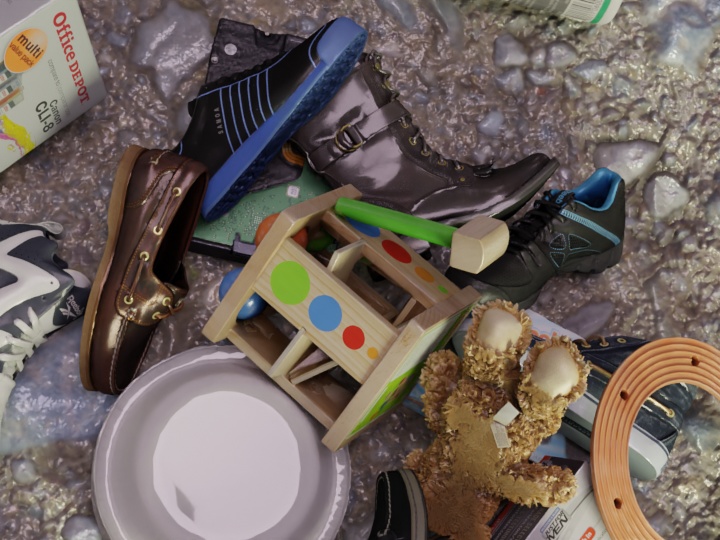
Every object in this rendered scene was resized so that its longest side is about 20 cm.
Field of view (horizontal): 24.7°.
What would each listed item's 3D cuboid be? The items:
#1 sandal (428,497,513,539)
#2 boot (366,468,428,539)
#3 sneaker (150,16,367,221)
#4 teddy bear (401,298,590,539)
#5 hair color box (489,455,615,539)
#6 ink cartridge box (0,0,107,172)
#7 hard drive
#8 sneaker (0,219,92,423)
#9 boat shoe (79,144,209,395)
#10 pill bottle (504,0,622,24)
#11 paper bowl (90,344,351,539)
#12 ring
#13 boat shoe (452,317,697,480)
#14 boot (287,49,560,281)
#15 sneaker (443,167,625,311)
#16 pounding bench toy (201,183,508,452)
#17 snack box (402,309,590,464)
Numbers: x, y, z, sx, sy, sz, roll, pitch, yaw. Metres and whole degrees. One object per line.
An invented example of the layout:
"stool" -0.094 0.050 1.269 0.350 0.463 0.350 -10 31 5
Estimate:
"sandal" 0.103 0.223 1.307 0.199 0.055 0.082 -23 98 -18
"boot" -0.030 0.224 1.185 0.153 0.074 0.204 6 49 -4
"sneaker" -0.083 -0.135 1.305 0.078 0.070 0.200 44 96 10
"teddy bear" 0.102 0.113 1.227 0.144 0.201 0.067 16 28 22
"hair color box" 0.190 0.251 1.280 0.200 0.064 0.111 47 71 -17
"ink cartridge box" -0.325 -0.163 1.280 0.200 0.145 0.145 -39 66 -17
"hard drive" -0.073 -0.101 1.379 0.139 0.038 0.201 12 72 -6
"sneaker" -0.261 0.049 1.280 0.129 0.080 0.200 -8 65 -3
"boat shoe" -0.167 0.005 1.280 0.070 0.070 0.201 15 101 13
"pill bottle" 0.134 -0.290 1.430 0.199 0.113 0.114 14 72 -6
"paper bowl" -0.106 0.157 1.266 0.200 0.104 0.202 3 74 -10
"ring" 0.252 0.152 1.282 0.200 0.019 0.201 9 74 -32
"boat shoe" 0.172 0.078 1.320 0.200 0.071 0.091 35 64 -4
"boot" 0.044 -0.103 1.342 0.199 0.069 0.175 -26 81 -9
"sneaker" 0.141 -0.027 1.344 0.200 0.082 0.073 -25 44 -38
"pounding bench toy" 0.000 0.000 1.244 0.156 0.124 0.200 41 115 12
"snack box" 0.136 0.097 1.359 0.199 0.037 0.116 28 70 -1
